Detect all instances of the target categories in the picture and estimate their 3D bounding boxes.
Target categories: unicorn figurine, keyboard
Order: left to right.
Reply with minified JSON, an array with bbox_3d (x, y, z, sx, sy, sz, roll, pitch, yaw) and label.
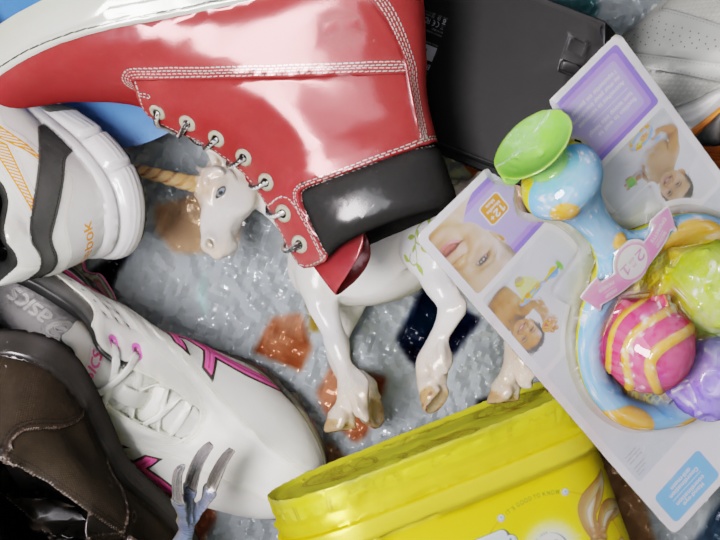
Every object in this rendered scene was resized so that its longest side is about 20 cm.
[{"bbox_3d":[0.000,0.000,1.005,0.199,0.074,0.138,-12,84,24],"label":"unicorn figurine"},{"bbox_3d":[0.032,-0.109,0.988,0.199,0.040,0.105,26,99,31],"label":"keyboard"}]

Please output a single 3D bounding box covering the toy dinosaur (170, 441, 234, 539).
[{"bbox_3d":[-0.089,0.182,0.976,0.181,0.105,0.201,21,113,-31],"label":"toy dinosaur"}]

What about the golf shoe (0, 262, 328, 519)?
[{"bbox_3d":[-0.107,0.055,1.029,0.199,0.092,0.073,31,99,7],"label":"golf shoe"}]

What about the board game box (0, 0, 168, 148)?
[{"bbox_3d":[-0.122,-0.155,1.034,0.158,0.039,0.201,-34,86,29],"label":"board game box"}]

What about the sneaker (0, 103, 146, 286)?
[{"bbox_3d":[-0.187,-0.068,1.020,0.200,0.080,0.074,38,133,25],"label":"sneaker"}]

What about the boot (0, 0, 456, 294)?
[{"bbox_3d":[-0.062,-0.054,0.954,0.199,0.072,0.145,-10,90,18],"label":"boot"}]

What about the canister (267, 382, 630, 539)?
[{"bbox_3d":[0.061,0.166,0.988,0.148,0.087,0.201,-20,93,-9],"label":"canister"}]

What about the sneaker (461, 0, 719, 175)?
[{"bbox_3d":[0.135,-0.084,0.976,0.199,0.076,0.093,-10,66,23],"label":"sneaker"}]

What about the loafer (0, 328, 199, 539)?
[{"bbox_3d":[-0.132,0.114,1.008,0.073,0.072,0.201,-4,135,27],"label":"loafer"}]

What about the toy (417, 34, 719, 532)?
[{"bbox_3d":[0.125,0.015,0.923,0.115,0.047,0.200,-45,119,-5],"label":"toy"}]
